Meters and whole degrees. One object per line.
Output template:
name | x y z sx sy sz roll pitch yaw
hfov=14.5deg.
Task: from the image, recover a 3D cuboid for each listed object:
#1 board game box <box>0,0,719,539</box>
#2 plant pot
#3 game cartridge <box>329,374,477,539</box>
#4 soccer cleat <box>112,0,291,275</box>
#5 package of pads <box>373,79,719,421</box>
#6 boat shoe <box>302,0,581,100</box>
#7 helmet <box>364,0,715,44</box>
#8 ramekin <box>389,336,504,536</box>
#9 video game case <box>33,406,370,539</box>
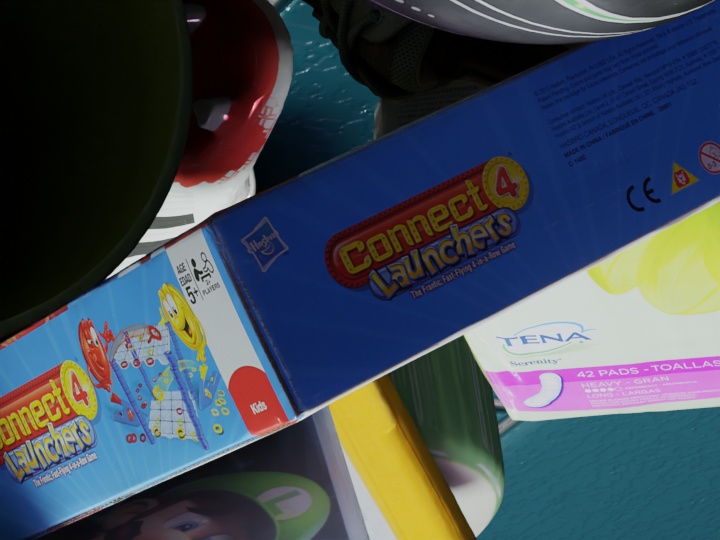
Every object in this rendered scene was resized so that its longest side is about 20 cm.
board game box | 0.000 0.000 0.819 0.200 0.056 0.196 -26 180 -34
plant pot | -0.170 -0.039 0.929 0.186 0.188 0.200 -2 164 -20
game cartridge | -0.062 0.088 1.154 0.176 0.033 0.200 -16 138 12
soccer cleat | -0.067 -0.045 1.052 0.085 0.069 0.200 -5 156 -35
package of pads | 0.099 -0.020 1.028 0.154 0.068 0.200 -5 147 17
boat shoe | 0.020 -0.096 0.914 0.199 0.074 0.076 14 155 16
helmet | 0.038 -0.154 0.733 0.200 0.201 0.191 -30 179 30
ramekin | -0.030 0.077 1.270 0.199 0.098 0.200 -10 152 -5
video game case | -0.094 0.074 0.889 0.181 0.200 0.023 -9 116 -6
